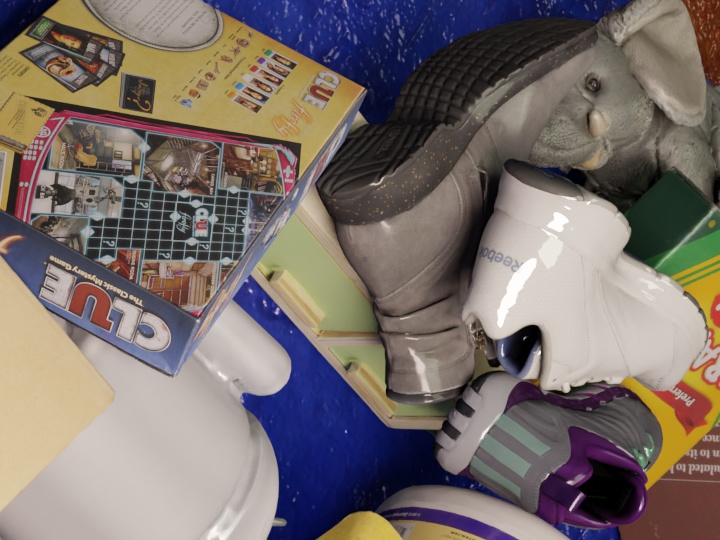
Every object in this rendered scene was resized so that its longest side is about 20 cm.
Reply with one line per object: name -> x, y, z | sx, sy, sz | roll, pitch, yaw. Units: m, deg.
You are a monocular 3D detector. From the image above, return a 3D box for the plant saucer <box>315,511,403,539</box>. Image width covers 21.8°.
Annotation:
plant saucer -> -0.016, 0.236, 0.785 | 0.200, 0.200, 0.048 | 53, 14, 1

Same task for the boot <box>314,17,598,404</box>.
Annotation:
boot -> 0.058, -0.033, 0.919 | 0.200, 0.070, 0.132 | -39, 123, -34

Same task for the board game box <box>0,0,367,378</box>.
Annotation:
board game box -> -0.092, -0.052, 0.778 | 0.135, 0.035, 0.200 | 29, 36, 3

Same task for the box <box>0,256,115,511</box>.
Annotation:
box -> -0.202, 0.022, 0.648 | 0.163, 0.021, 0.200 | -46, 106, -31

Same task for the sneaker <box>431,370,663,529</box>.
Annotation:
sneaker -> 0.116, 0.104, 0.935 | 0.200, 0.088, 0.074 | 10, 113, -56

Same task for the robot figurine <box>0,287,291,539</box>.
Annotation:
robot figurine -> -0.110, 0.072, 0.792 | 0.170, 0.113, 0.200 | -37, 122, 1

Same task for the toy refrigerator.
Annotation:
toy refrigerator -> 0.000, 0.000, 0.946 | 0.200, 0.076, 0.070 | 50, 54, -35

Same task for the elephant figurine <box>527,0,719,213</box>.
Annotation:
elephant figurine -> 0.144, -0.093, 1.067 | 0.141, 0.155, 0.200 | -41, 121, 3

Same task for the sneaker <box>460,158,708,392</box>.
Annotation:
sneaker -> 0.102, 0.020, 0.902 | 0.200, 0.074, 0.087 | 37, 81, -51

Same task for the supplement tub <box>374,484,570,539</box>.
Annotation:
supplement tub -> 0.030, 0.222, 0.915 | 0.145, 0.145, 0.200 | 54, 52, -31

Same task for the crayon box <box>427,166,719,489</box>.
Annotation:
crayon box -> 0.145, 0.055, 1.040 | 0.200, 0.051, 0.127 | -45, 129, 8

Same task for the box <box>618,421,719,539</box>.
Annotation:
box -> 0.279, 0.124, 1.177 | 0.200, 0.166, 0.164 | -25, 107, -46
